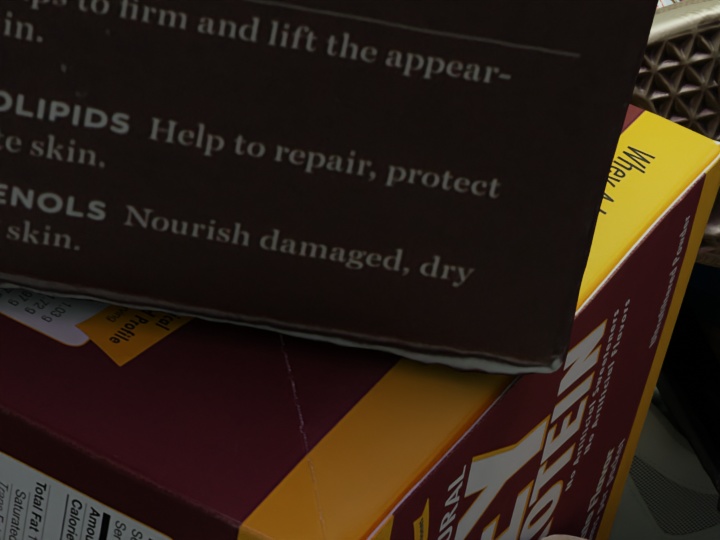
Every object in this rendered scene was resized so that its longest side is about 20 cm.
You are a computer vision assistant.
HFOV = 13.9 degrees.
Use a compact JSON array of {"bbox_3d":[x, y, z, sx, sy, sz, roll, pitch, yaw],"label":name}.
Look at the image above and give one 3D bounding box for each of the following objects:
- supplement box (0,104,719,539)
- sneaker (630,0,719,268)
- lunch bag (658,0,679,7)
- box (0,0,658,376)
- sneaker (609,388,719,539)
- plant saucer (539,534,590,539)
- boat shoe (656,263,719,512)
[{"bbox_3d":[-0.056,0.025,0.670,0.200,0.133,0.197,25,37,17],"label":"supplement box"},{"bbox_3d":[0.124,-0.044,0.771,0.199,0.071,0.076,-6,15,-25],"label":"sneaker"},{"bbox_3d":[0.099,-0.057,1.034,0.160,0.076,0.200,46,11,-17],"label":"lunch bag"},{"bbox_3d":[-0.019,-0.115,0.586,0.164,0.201,0.166,10,34,-3],"label":"box"},{"bbox_3d":[0.033,0.041,0.815,0.199,0.089,0.074,9,25,-18],"label":"sneaker"},{"bbox_3d":[0.105,0.137,0.642,0.200,0.037,0.200,37,10,-8],"label":"plant saucer"},{"bbox_3d":[0.115,0.050,0.747,0.056,0.069,0.200,0,47,-31],"label":"boat shoe"}]
